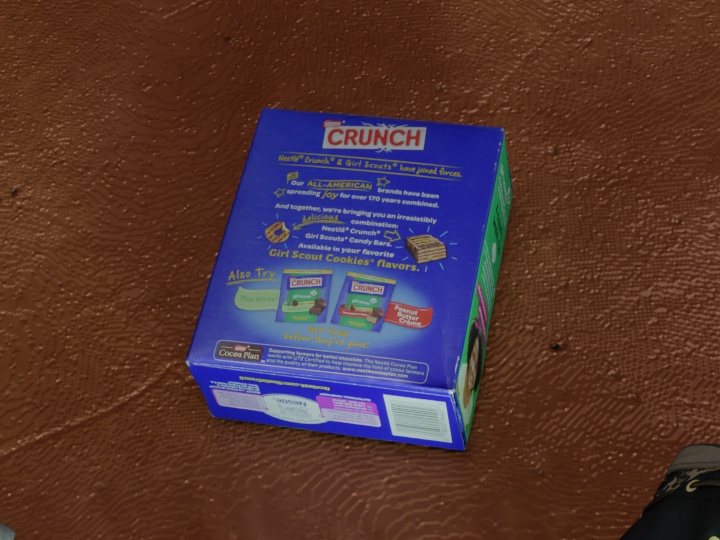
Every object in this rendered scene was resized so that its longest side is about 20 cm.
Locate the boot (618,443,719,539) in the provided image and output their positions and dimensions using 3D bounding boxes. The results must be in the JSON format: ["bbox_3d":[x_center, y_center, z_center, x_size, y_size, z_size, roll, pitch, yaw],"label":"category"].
[{"bbox_3d":[0.177,0.160,0.743,0.154,0.203,0.074,-45,96,-16],"label":"boot"}]

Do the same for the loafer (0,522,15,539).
[{"bbox_3d":[-0.235,0.233,0.817,0.069,0.070,0.202,15,68,-23],"label":"loafer"}]

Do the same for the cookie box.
[{"bbox_3d":[0.000,0.000,0.934,0.169,0.075,0.201,6,57,13],"label":"cookie box"}]
